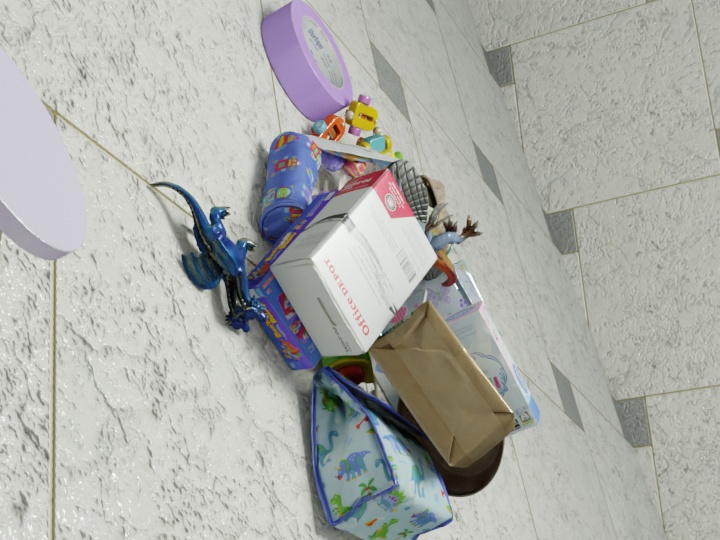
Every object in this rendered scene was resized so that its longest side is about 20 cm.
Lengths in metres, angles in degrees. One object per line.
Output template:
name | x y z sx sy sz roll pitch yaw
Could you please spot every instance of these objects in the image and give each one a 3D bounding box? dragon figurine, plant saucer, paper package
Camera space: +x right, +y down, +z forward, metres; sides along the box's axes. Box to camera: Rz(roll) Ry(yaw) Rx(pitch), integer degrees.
dragon figurine | -0.170 -0.019 1.223 0.201 0.058 0.100 55 22 -31
plant saucer | 0.137 0.224 1.524 0.036 0.199 0.204 -8 72 -46
paper package | 0.109 0.153 1.364 0.192 0.103 0.200 53 1 14

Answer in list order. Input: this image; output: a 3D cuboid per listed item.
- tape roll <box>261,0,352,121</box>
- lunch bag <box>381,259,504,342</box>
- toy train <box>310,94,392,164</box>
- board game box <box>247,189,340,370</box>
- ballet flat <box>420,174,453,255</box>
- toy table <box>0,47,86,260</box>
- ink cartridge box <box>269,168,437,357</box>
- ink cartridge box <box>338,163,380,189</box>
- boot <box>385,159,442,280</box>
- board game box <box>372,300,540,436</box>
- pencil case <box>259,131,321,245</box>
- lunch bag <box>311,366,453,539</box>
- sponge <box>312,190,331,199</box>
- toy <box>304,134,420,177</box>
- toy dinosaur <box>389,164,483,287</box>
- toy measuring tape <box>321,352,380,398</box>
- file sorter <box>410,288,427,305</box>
tape roll | -0.090 -0.363 1.818 0.201 0.065 0.202 51 25 -34
lunch bag | 0.132 0.111 1.686 0.203 0.168 0.127 63 17 3
toy train | -0.021 -0.219 1.820 0.151 0.055 0.201 -55 140 -15
board game box | -0.059 0.011 1.368 0.136 0.044 0.201 57 48 -22
ballet flat | 0.112 -0.095 1.771 0.067 0.068 0.201 35 26 -24
toy table | -0.317 -0.084 0.836 0.203 0.116 0.184 65 19 -2
ink cartridge box | -0.006 -0.009 1.332 0.200 0.082 0.147 -49 118 -39
ink cartridge box | 0.038 -0.103 1.755 0.201 0.067 0.117 54 22 -32
boot | 0.058 -0.085 1.622 0.132 0.069 0.203 41 -30 62
board game box | 0.140 0.174 1.586 0.201 0.197 0.043 61 22 -13
pencil case | -0.098 -0.115 1.493 0.202 0.076 0.088 -88 168 -52
lunch bag | 0.018 0.233 1.334 0.170 0.126 0.202 43 18 -49
sponge | -0.015 -0.068 1.720 0.199 0.029 0.113 3 65 -69
toy | -0.016 -0.175 1.663 0.197 0.115 0.048 1 106 -38
toy dinosaur | 0.086 -0.044 1.493 0.179 0.104 0.204 -14 112 -35
toy measuring tape | -0.015 0.142 1.463 0.201 0.072 0.075 76 1 -58
file sorter | 0.000 0.000 1.542 0.202 0.123 0.139 59 21 -17
